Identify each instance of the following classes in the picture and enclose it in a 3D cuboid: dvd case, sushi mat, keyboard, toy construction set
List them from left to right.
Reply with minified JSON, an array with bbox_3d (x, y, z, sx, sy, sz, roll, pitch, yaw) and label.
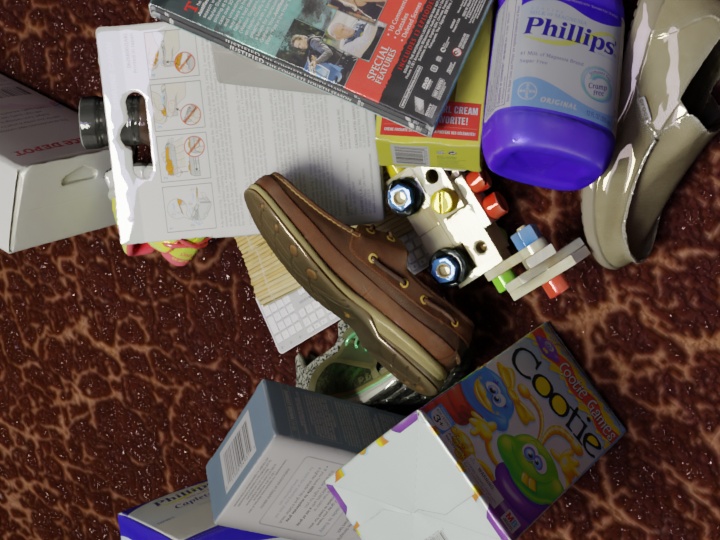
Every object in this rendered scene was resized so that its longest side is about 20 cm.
[{"bbox_3d":[-0.031,-0.048,0.966,0.199,0.012,0.097,-26,81,35],"label":"sushi mat"},{"bbox_3d":[-0.016,-0.188,0.755,0.198,0.022,0.147,23,75,4],"label":"dvd case"},{"bbox_3d":[-0.012,0.005,0.974,0.199,0.011,0.057,-32,85,35],"label":"keyboard"},{"bbox_3d":[0.087,-0.061,0.843,0.131,0.092,0.201,-33,72,27],"label":"toy construction set"}]

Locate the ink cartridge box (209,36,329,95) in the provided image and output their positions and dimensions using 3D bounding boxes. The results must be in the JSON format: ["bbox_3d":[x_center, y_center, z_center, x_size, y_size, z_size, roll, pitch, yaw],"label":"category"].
[{"bbox_3d":[-0.033,-0.228,0.813,0.115,0.067,0.202,7,73,1],"label":"ink cartridge box"}]

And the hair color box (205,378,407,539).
[{"bbox_3d":[-0.007,0.159,0.902,0.099,0.198,0.061,-55,32,27],"label":"hair color box"}]

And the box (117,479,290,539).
[{"bbox_3d":[-0.086,0.276,0.981,0.104,0.183,0.202,7,108,51],"label":"box"}]

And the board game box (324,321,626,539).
[{"bbox_3d":[0.087,0.130,0.828,0.105,0.199,0.103,-41,80,34],"label":"board game box"}]

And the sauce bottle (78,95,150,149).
[{"bbox_3d":[-0.118,-0.121,0.918,0.198,0.065,0.065,-2,105,-4],"label":"sauce bottle"}]

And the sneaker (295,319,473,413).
[{"bbox_3d":[0.004,0.073,0.948,0.199,0.076,0.089,-28,67,38],"label":"sneaker"}]

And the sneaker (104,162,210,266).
[{"bbox_3d":[-0.141,-0.050,0.998,0.199,0.078,0.091,-4,89,45],"label":"sneaker"}]

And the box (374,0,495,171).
[{"bbox_3d":[0.055,-0.170,0.792,0.074,0.050,0.202,5,75,7],"label":"box"}]

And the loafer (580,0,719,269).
[{"bbox_3d":[0.199,-0.091,0.771,0.068,0.075,0.202,22,114,33],"label":"loafer"}]

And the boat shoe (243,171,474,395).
[{"bbox_3d":[0.000,0.000,0.844,0.200,0.068,0.072,45,165,-7],"label":"boat shoe"}]

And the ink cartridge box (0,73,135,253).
[{"bbox_3d":[-0.327,-0.104,1.068,0.199,0.145,0.088,25,116,25],"label":"ink cartridge box"}]

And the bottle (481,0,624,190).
[{"bbox_3d":[0.128,-0.155,0.755,0.065,0.083,0.202,129,152,-68],"label":"bottle"}]

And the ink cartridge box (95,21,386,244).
[{"bbox_3d":[-0.085,-0.107,0.870,0.198,0.050,0.164,-5,100,1],"label":"ink cartridge box"}]
